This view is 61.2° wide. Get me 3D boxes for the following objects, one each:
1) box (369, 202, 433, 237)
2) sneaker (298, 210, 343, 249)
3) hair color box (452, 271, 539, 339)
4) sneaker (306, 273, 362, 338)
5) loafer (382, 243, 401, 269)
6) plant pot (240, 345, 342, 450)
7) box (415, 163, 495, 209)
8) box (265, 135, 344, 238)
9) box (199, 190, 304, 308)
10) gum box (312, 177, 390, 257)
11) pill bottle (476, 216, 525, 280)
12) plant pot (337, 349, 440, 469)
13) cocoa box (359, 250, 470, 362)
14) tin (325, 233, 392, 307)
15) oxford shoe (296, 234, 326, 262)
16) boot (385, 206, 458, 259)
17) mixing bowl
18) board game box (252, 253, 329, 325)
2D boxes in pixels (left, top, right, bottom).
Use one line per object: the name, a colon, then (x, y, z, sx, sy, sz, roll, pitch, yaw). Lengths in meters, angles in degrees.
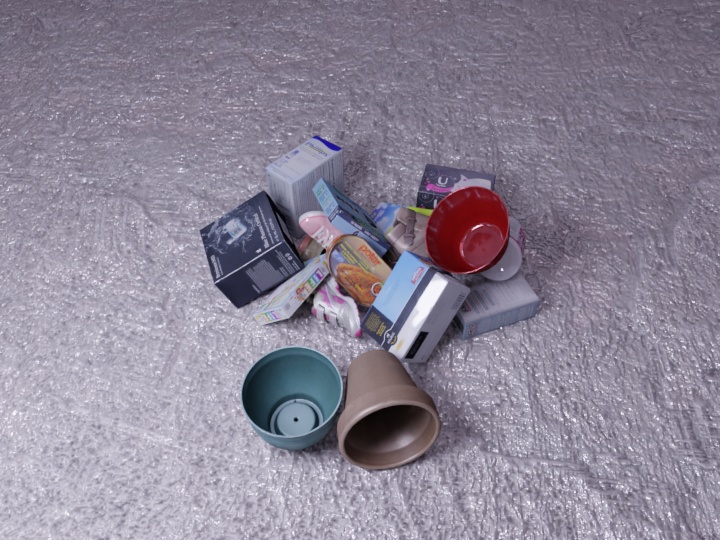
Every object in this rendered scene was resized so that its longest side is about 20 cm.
box: (0.097, -0.112, 1.573, 0.198, 0.048, 0.122, 15, 59, 47)
sneaker: (-0.065, -0.072, 1.525, 0.198, 0.075, 0.106, 23, 45, -36)
hair color box: (0.310, 0.081, 1.438, 0.196, 0.061, 0.100, -15, 48, -14)
sneaker: (-0.064, 0.094, 1.422, 0.087, 0.082, 0.200, -27, 46, -18)
loafer: (0.075, -0.005, 1.510, 0.070, 0.074, 0.200, -31, 53, -25)
plant pot: (-0.131, 0.272, 1.211, 0.196, 0.136, 0.203, 0, 47, 0)
box: (0.257, -0.196, 1.658, 0.196, 0.116, 0.133, 11, 47, 11)
box: (-0.144, -0.228, 1.645, 0.104, 0.186, 0.199, 31, 54, 29)
box: (-0.267, -0.053, 1.488, 0.198, 0.118, 0.198, -31, 50, 3)
gum box: (-0.025, -0.132, 1.507, 0.045, 0.169, 0.201, -48, 33, 12)
pill bottle: (0.347, -0.062, 1.497, 0.111, 0.116, 0.200, 14, 25, 13)
plant pot: (0.041, 0.258, 1.193, 0.196, 0.203, 0.176, -9, 38, -8)
cocoa box: (0.118, 0.081, 1.325, 0.131, 0.202, 0.133, 37, 12, 31)
tin: (0.000, 0.000, 1.429, 0.112, 0.200, 0.042, -44, 26, -1)
oxford shoe: (-0.103, -0.082, 1.603, 0.073, 0.071, 0.201, 37, 50, -3)
boot: (0.154, -0.109, 1.459, 0.145, 0.071, 0.201, 31, 57, 3)
mixing bowl: (0.255, -0.074, 1.359, 0.197, 0.108, 0.204, -13, 65, 30)
board game box: (-0.153, 0.042, 1.439, 0.133, 0.034, 0.200, -18, 26, 51)
